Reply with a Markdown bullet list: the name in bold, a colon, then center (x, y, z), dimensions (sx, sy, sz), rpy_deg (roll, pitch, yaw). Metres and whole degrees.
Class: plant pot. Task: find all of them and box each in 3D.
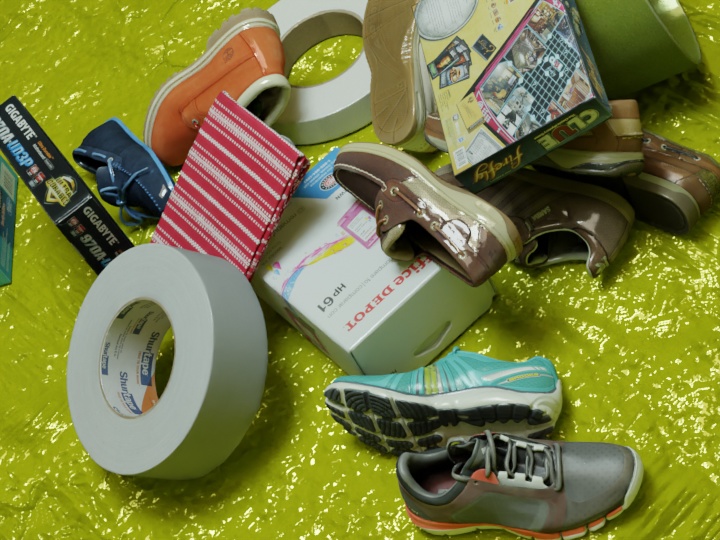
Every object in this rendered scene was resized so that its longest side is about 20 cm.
- **plant pot**: center (0.176, -0.217, 1.568), dimensions (0.200, 0.187, 0.188), rpy_deg (-31, 45, 20)

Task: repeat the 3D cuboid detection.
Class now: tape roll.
- **tape roll**: center (-0.171, 0.080, 1.501), dimensions (0.200, 0.066, 0.201), rpy_deg (-12, 73, 43)
- **tape roll**: center (-0.037, -0.215, 1.753), dimensions (0.202, 0.037, 0.203), rpy_deg (-14, 49, 17)

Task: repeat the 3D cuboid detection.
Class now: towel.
- **towel**: center (-0.126, -0.044, 1.546), dimensions (0.145, 0.022, 0.201), rpy_deg (39, 109, 42)

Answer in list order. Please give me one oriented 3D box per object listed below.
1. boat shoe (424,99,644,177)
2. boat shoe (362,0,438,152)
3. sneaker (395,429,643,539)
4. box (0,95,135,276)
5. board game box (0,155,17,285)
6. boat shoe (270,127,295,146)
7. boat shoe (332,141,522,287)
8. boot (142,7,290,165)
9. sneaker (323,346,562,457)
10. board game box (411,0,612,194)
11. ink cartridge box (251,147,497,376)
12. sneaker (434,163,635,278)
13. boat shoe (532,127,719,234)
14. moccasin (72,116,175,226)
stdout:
- **boat shoe**: center (0.151, -0.125, 1.465), dimensions (0.199, 0.076, 0.074), rpy_deg (9, 99, 29)
- **boat shoe**: center (0.049, -0.205, 1.657), dimensions (0.074, 0.069, 0.201), rpy_deg (-14, 65, 39)
- **sneaker**: center (0.118, 0.162, 1.340), dimensions (0.199, 0.082, 0.077), rpy_deg (-11, 50, 19)
- **box**: center (-0.277, -0.062, 1.666), dimensions (0.046, 0.159, 0.200), rpy_deg (-38, 46, -5)
- **board game box**: center (-0.461, -0.028, 1.808), dimensions (0.199, 0.047, 0.151), rpy_deg (-18, 48, 13)
- **boat shoe**: center (-0.105, -0.104, 1.633), dimensions (0.072, 0.070, 0.201), rpy_deg (-48, 15, -27)
- **boat shoe**: center (0.041, -0.043, 1.442), dimensions (0.200, 0.072, 0.072), rpy_deg (31, 68, 32)
- **boot**: center (-0.142, -0.155, 1.700), dimensions (0.200, 0.075, 0.108), rpy_deg (-45, 51, 31)
- **sneaker**: center (0.069, 0.106, 1.427), dimensions (0.199, 0.078, 0.080), rpy_deg (0, 44, 15)
- **board game box**: center (0.123, -0.177, 1.441), dimensions (0.135, 0.035, 0.201), rpy_deg (-29, 50, 23)
- **ink cartridge box**: center (0.000, 0.000, 1.529), dimensions (0.144, 0.085, 0.200), rpy_deg (-43, 49, -10)
- **sneaker**: center (0.137, -0.044, 1.506), dimensions (0.199, 0.071, 0.076), rpy_deg (10, 60, 33)
- **boat shoe**: center (0.225, -0.097, 1.511), dimensions (0.200, 0.072, 0.068), rpy_deg (30, 67, 30)
- **moccasin**: center (-0.231, -0.086, 1.728), dimensions (0.068, 0.081, 0.200), rpy_deg (-34, 32, -11)
